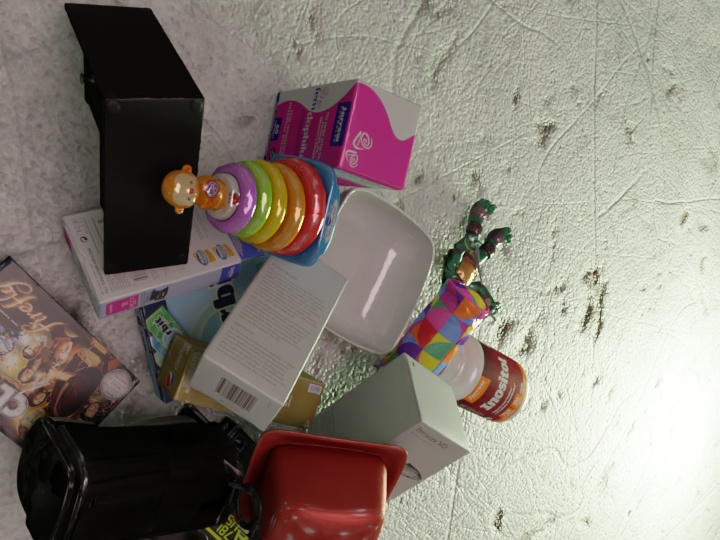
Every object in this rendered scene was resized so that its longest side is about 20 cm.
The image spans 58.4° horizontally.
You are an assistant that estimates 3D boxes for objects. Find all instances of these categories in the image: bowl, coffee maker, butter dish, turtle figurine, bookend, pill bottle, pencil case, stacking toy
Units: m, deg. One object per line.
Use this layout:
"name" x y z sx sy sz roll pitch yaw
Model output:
"bowl" 0.000 0.000 0.930 0.199 0.074 0.203 32 79 -34
"coffee maker" -0.235 0.224 0.692 0.198 0.189 0.138 10 83 -51
"butter dish" -0.050 0.312 0.787 0.195 0.149 0.202 12 126 -15
"turtle figurine" 0.180 -0.010 1.045 0.202 0.099 0.151 -60 141 -30
"bookend" -0.246 -0.142 0.685 0.091 0.201 0.201 -9 136 -30
"pill bottle" 0.181 0.172 1.067 0.198 0.112 0.115 28 81 -35
"pencil case" 0.103 0.104 0.963 0.088 0.089 0.201 28 110 -35
"stacking toy" -0.120 -0.073 0.661 0.199 0.108 0.119 5 101 -56

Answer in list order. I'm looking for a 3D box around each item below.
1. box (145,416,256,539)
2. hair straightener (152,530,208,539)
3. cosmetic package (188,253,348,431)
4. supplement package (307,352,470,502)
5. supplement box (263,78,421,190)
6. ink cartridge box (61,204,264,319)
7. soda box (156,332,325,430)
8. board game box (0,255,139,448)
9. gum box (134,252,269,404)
"box" -0.183 0.336 0.871 0.193 0.047 0.201 -47 121 -22
"hair straightener" -0.191 0.382 0.830 0.077 0.041 0.201 -46 116 -18
"cosmetic package" -0.100 0.067 0.743 0.100 0.072 0.201 32 46 -4
"supplement package" 0.034 0.233 0.908 0.199 0.118 0.116 -39 126 22
"supplement box" -0.028 -0.165 0.802 0.102 0.199 0.103 13 90 -36
"ink cartridge box" -0.223 -0.029 0.743 0.197 0.042 0.120 -19 65 -30
"soda box" -0.144 0.139 0.798 0.198 0.067 0.065 25 85 -37
"board game box" -0.362 0.106 0.709 0.136 0.034 0.201 -48 121 -19
"gum box" -0.181 0.050 0.825 0.197 0.044 0.174 -19 109 -33
